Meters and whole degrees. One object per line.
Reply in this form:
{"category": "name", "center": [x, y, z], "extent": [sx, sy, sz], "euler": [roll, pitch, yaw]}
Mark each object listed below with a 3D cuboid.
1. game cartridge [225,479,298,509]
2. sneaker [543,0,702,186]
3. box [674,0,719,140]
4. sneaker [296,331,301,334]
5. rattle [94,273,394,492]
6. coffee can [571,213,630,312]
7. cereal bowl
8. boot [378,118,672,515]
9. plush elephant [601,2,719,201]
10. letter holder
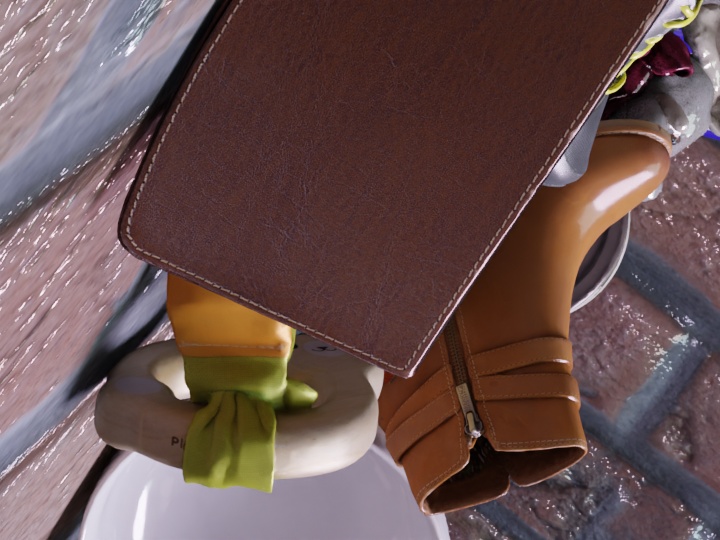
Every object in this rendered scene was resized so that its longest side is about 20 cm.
{"category": "game cartridge", "center": [-0.037, 0.116, 1.508], "extent": [0.199, 0.041, 0.133], "euler": [-24, 161, 17]}
{"category": "sneaker", "center": [0.120, -0.123, 1.234], "extent": [0.075, 0.084, 0.201], "euler": [-54, 156, -56]}
{"category": "box", "center": [0.214, -0.158, 1.616], "extent": [0.200, 0.183, 0.105], "euler": [94, 13, -78]}
{"category": "sneaker", "center": [0.000, 0.000, 1.447], "extent": [0.200, 0.082, 0.074], "euler": [-57, 174, 33]}
{"category": "rattle", "center": [-0.037, 0.013, 1.220], "extent": [0.200, 0.130, 0.143], "euler": [-25, 109, -55]}
{"category": "coffee can", "center": [0.106, -0.037, 1.766], "extent": [0.147, 0.146, 0.200], "euler": [-54, 175, 3]}
{"category": "cereal bowl", "center": [-0.047, 0.144, 1.406], "extent": [0.200, 0.200, 0.083], "euler": [-56, -173, 23]}
{"category": "boot", "center": [0.086, 0.022, 1.329], "extent": [0.199, 0.156, 0.077], "euler": [-25, 142, 8]}
{"category": "plush elephant", "center": [0.136, -0.110, 1.422], "extent": [0.164, 0.155, 0.200], "euler": [-22, -159, 23]}
{"category": "letter holder", "center": [0.003, -0.085, 0.986], "extent": [0.200, 0.142, 0.101], "euler": [-57, -155, 21]}
